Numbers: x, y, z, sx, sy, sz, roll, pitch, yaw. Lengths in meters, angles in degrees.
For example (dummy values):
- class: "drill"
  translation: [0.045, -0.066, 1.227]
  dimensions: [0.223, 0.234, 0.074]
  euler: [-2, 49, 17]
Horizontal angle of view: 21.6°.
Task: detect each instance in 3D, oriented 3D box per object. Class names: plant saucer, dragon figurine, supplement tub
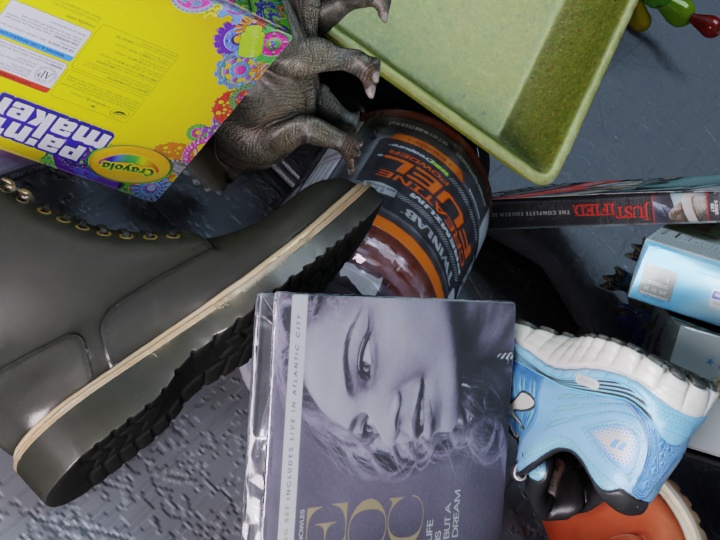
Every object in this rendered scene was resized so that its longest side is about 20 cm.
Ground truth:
- class: "plant saucer"
  translation: [0.053, -0.170, 1.037]
  dimensions: [0.200, 0.048, 0.200]
  euler: [34, 64, -15]
- class: "dragon figurine"
  translation: [0.220, 0.036, 1.222]
  dimensions: [0.200, 0.059, 0.099]
  euler: [10, 45, -36]
- class: "supplement tub"
  translation: [0.000, 0.000, 0.967]
  dimensions: [0.107, 0.107, 0.200]
  euler: [39, 31, -7]

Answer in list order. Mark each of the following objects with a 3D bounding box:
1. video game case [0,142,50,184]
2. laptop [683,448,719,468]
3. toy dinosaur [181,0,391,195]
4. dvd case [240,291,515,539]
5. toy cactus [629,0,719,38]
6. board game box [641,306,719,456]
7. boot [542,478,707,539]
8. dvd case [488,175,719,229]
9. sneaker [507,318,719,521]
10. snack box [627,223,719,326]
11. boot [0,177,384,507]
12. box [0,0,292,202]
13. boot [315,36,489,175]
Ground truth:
- class: "video game case"
  translation: [-0.211, -0.093, 0.864]
  dimensions: [0.143, 0.019, 0.200]
  euler: [48, 30, 7]
- class: "laptop"
  translation: [0.225, 0.158, 1.046]
  dimensions: [0.177, 0.103, 0.200]
  euler: [-48, 119, -85]
- class: "toy dinosaur"
  translation: [-0.043, -0.104, 0.931]
  dimensions: [0.102, 0.200, 0.077]
  euler: [12, 34, -6]
- class: "dvd case"
  translation: [0.013, 0.086, 0.851]
  dimensions: [0.200, 0.016, 0.149]
  euler: [3, 90, -56]
- class: "toy cactus"
  translation: [0.196, -0.245, 1.542]
  dimensions: [0.200, 0.102, 0.165]
  euler: [6, 27, -42]
- class: "board game box"
  translation: [0.229, 0.072, 1.037]
  dimensions: [0.147, 0.064, 0.200]
  euler: [17, 5, 4]
- class: "boot"
  translation: [0.126, 0.165, 0.946]
  dimensions: [0.107, 0.075, 0.200]
  euler: [4, 48, -40]
- class: "dvd case"
  translation: [0.167, -0.042, 1.156]
  dimensions: [0.146, 0.200, 0.022]
  euler: [-12, 98, -55]
- class: "sneaker"
  translation: [0.091, 0.077, 0.950]
  dimensions: [0.078, 0.090, 0.200]
  euler: [25, -8, -23]
- class: "snack box"
  translation: [0.226, 0.005, 1.090]
  dimensions: [0.116, 0.037, 0.200]
  euler: [18, 11, 13]
- class: "boot"
  translation: [-0.101, -0.012, 0.824]
  dimensions: [0.200, 0.077, 0.138]
  euler: [-38, 76, -26]
- class: "box"
  translation: [-0.159, -0.164, 0.874]
  dimensions: [0.200, 0.122, 0.193]
  euler: [20, 38, -34]
- class: "boot"
  translation: [-0.037, -0.104, 1.079]
  dimensions: [0.200, 0.076, 0.168]
  euler: [48, 26, 23]
